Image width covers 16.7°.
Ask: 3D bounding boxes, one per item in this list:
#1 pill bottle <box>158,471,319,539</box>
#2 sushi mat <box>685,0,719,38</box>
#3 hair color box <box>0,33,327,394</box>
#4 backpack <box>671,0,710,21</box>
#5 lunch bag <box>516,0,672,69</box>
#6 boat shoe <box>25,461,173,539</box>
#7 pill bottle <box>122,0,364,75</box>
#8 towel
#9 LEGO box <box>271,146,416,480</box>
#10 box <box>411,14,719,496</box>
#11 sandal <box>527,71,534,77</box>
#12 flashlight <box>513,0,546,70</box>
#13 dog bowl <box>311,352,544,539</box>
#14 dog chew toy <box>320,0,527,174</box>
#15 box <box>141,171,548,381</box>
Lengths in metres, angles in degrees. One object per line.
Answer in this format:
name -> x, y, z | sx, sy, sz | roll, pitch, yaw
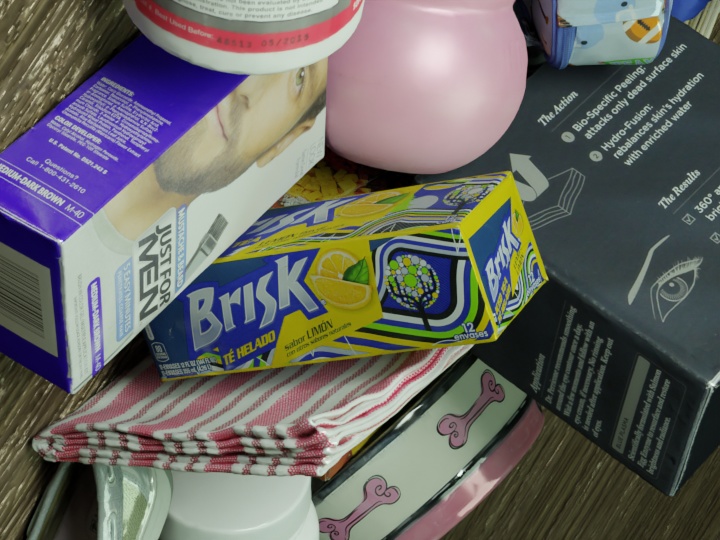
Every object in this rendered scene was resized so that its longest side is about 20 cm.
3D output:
pill bottle -> -0.082, 0.175, 1.414 | 0.113, 0.113, 0.200 | -43, 154, -37
sushi mat -> 0.179, -0.160, 1.534 | 0.200, 0.096, 0.012 | -63, 144, -45
hair color box -> -0.097, -0.047, 1.161 | 0.200, 0.065, 0.109 | -47, 155, -34
backpack -> 0.211, -0.250, 1.472 | 0.168, 0.163, 0.200 | -48, 177, 34
lunch bag -> 0.115, -0.211, 1.298 | 0.160, 0.076, 0.200 | -106, -167, -57
boat shoe -> -0.163, 0.183, 1.307 | 0.065, 0.074, 0.202 | 8, 107, -63
pill bottle -> -0.042, -0.191, 1.029 | 0.111, 0.111, 0.200 | -42, 153, -39
towel -> -0.054, 0.055, 1.248 | 0.146, 0.200, 0.030 | -37, 118, -46
LEGO box -> 0.000, 0.000, 1.421 | 0.149, 0.077, 0.200 | -44, 154, -37
box -> 0.158, -0.020, 1.344 | 0.197, 0.200, 0.117 | -42, 157, -30
sandal -> 0.095, -0.049, 1.476 | 0.043, 0.076, 0.200 | 92, -8, -46
flashlight -> 0.069, -0.144, 1.415 | 0.068, 0.068, 0.200 | -33, 173, 20
dog bowl -> 0.032, 0.121, 1.537 | 0.200, 0.074, 0.200 | -42, -178, 2
dog chew toy -> 0.033, -0.153, 1.245 | 0.125, 0.125, 0.200 | -19, 123, -60
box -> -0.015, 0.004, 1.217 | 0.070, 0.200, 0.064 | -44, 120, -53
